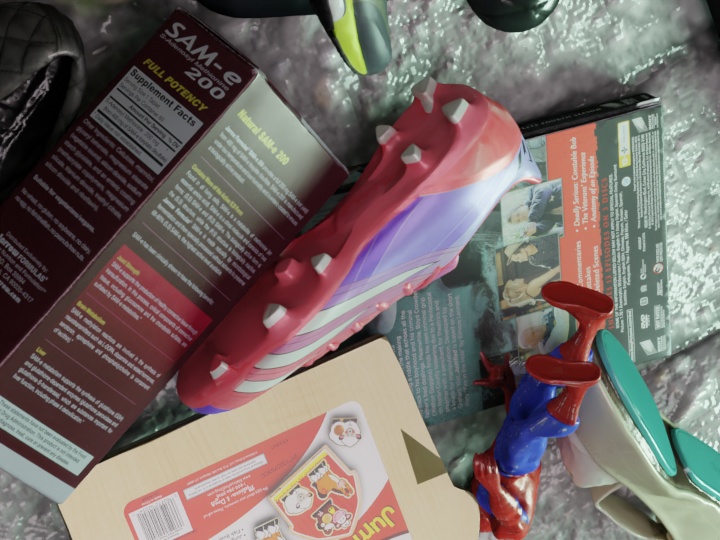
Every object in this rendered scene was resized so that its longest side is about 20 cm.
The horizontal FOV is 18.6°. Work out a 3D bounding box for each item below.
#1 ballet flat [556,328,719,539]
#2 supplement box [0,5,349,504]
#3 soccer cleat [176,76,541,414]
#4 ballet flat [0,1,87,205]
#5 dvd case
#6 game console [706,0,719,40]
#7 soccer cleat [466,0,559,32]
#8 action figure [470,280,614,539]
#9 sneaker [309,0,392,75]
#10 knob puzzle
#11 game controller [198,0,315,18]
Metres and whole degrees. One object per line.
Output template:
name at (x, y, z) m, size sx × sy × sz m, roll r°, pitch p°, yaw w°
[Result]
ballet flat at (0.140, 0.098, 1.135) m, size 0.069 × 0.069 × 0.200 m, roll -46°, pitch 134°, yaw 0°
supplement box at (-0.106, -0.004, 0.959) m, size 0.200 × 0.061 × 0.109 m, roll -48°, pitch 149°, yaw -3°
soccer cleat at (0.000, 0.000, 1.016) m, size 0.200 × 0.067 × 0.076 m, roll -47°, pitch 125°, yaw 0°
ballet flat at (-0.176, -0.024, 0.950) m, size 0.066 × 0.057 × 0.201 m, roll 17°, pitch 105°, yaw -29°
dvd case at (0.061, 0.002, 1.091) m, size 0.199 × 0.022 × 0.146 m, roll -16°, pitch 118°, yaw -18°
game console at (0.266, -0.160, 1.114) m, size 0.175 × 0.117 × 0.200 m, roll -16°, pitch 122°, yaw 17°
soccer cleat at (0.081, -0.197, 0.975) m, size 0.067 × 0.081 × 0.201 m, roll -4°, pitch 114°, yaw -23°
action figure at (0.077, 0.079, 1.073) m, size 0.051 × 0.066 × 0.200 m, roll 10°, pitch 146°, yaw -1°
sneaker at (0.014, -0.177, 0.913) m, size 0.081 × 0.074 × 0.201 m, roll -3°, pitch 116°, yaw -11°
knob puzzle at (-0.034, 0.153, 1.068) m, size 0.219 × 0.030 × 0.221 m, roll -2°, pitch 98°, yaw -17°
game controller at (-0.027, -0.206, 0.954) m, size 0.104 × 0.042 × 0.201 m, roll -2°, pitch 113°, yaw -8°
